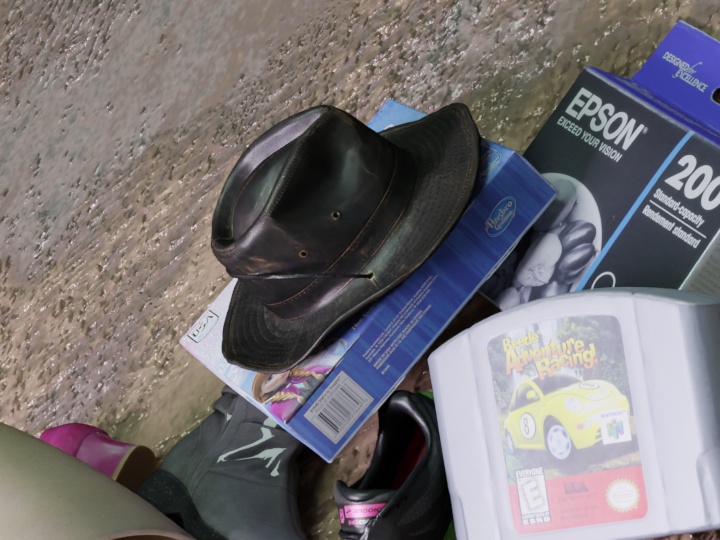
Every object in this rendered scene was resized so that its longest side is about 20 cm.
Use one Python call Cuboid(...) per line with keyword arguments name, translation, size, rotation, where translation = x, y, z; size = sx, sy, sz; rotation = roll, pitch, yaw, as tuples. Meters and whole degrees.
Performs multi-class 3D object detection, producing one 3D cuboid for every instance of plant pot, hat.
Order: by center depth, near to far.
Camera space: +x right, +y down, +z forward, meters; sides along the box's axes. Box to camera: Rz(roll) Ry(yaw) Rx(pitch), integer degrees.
Cuboid(name="hat", translation=(-0.029, -0.040, 1.653), size=(0.200, 0.081, 0.201), rotation=(-38, 24, 20))
Cuboid(name="plant pot", translation=(-0.205, 0.174, 1.722), size=(0.188, 0.187, 0.200), rotation=(-52, 48, 6))

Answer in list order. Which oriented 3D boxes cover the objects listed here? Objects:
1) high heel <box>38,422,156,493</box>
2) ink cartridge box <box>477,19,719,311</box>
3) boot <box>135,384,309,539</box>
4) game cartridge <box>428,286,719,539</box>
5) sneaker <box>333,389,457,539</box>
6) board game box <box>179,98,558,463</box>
Cuboid(name="high heel", translation=(-0.213, 0.184, 1.857), size=(0.096, 0.067, 0.200), rotation=(8, 64, 42))
Cuboid(name="ink cartridge box", translation=(0.158, -0.040, 1.619), size=(0.200, 0.043, 0.198), rotation=(-54, 33, 2))
Cuboid(name="boot", translation=(-0.049, 0.114, 1.728), size=(0.132, 0.070, 0.200), rotation=(-54, 38, -6))
Cuboid(name="game cartridge", translation=(0.117, 0.078, 1.526), size=(0.200, 0.041, 0.134), rotation=(-14, 79, 45))
Cuboid(name="sneaker", translation=(0.012, 0.156, 1.599), size=(0.077, 0.084, 0.201), rotation=(-17, 50, 43))
Cuboid(name="board game box", translation=(0.000, 0.000, 1.698), size=(0.200, 0.043, 0.199), rotation=(-50, 23, -5))
